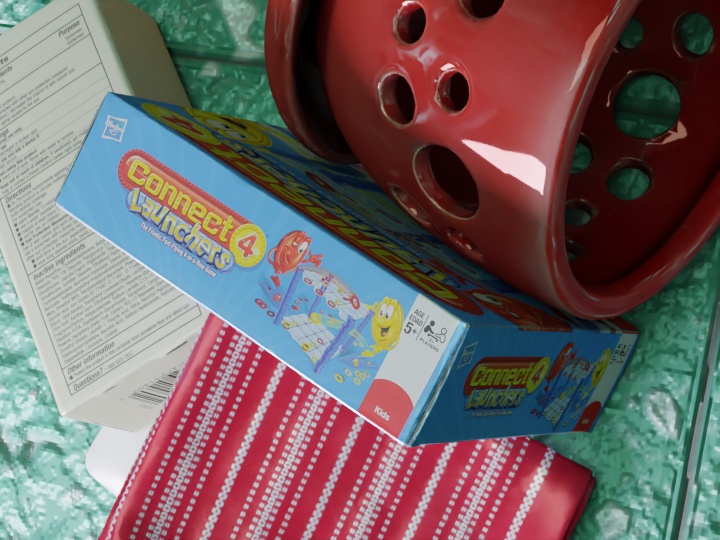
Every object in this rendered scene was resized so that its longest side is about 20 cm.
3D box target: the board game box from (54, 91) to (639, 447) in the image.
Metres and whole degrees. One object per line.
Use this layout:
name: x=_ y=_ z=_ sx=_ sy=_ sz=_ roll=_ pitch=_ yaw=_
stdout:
board game box: x=0.000 y=0.000 z=0.899 sx=0.200 sy=0.196 sz=0.056 roll=33 pitch=102 yaw=24

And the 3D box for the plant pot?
plant pot: x=0.071 y=-0.106 z=0.885 sx=0.182 sy=0.200 sz=0.201 roll=31 pitch=95 yaw=28

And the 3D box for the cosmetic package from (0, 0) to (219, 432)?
cosmetic package: x=-0.126 y=-0.032 z=1.024 sx=0.103 sy=0.073 sz=0.201 roll=-30 pitch=67 yaw=18

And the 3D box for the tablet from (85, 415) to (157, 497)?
tablet: x=-0.038 y=0.100 z=1.005 sx=0.200 sy=0.014 sz=0.130 roll=36 pitch=97 yaw=24

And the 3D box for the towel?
towel: x=-0.007 y=0.114 z=0.940 sx=0.199 sy=0.022 sz=0.145 roll=27 pitch=93 yaw=-1
